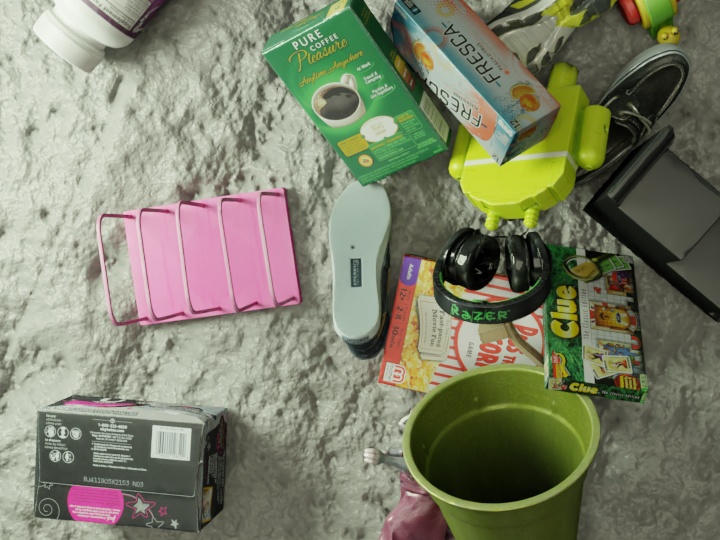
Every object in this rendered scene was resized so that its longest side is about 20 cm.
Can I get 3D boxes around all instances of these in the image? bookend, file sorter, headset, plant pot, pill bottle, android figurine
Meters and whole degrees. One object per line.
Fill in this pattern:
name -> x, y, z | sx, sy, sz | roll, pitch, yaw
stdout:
bookend -> 0.346, -0.042, 1.171 | 0.199, 0.200, 0.092 | 41, 92, 5
file sorter -> -0.185, -0.013, 1.290 | 0.199, 0.125, 0.139 | -8, 92, 9
headset -> 0.148, -0.023, 1.213 | 0.123, 0.200, 0.094 | 4, 125, 17
plant pot -> 0.159, 0.235, 1.185 | 0.200, 0.200, 0.190 | -9, 126, 8
pill bottle -> -0.282, -0.329, 1.292 | 0.112, 0.112, 0.200 | 42, 99, 4
android figurine -> 0.179, -0.133, 1.219 | 0.182, 0.041, 0.200 | -4, 60, 32

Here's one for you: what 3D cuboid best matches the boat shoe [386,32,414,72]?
boat shoe -> 0.039, -0.232, 1.268 | 0.200, 0.084, 0.069 | -23, 93, 11

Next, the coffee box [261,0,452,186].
coffee box -> -0.001, -0.194, 1.226 | 0.123, 0.044, 0.200 | -22, 122, 31

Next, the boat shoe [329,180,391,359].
boat shoe -> 0.000, 0.000, 1.298 | 0.071, 0.091, 0.201 | 2, 67, 7

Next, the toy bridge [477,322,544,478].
toy bridge -> 0.191, 0.135, 1.236 | 0.067, 0.027, 0.200 | -16, 110, 18

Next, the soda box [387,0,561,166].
soda box -> 0.116, -0.208, 1.176 | 0.068, 0.064, 0.200 | -31, 70, -22

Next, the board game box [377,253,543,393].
board game box -> 0.133, 0.074, 1.290 | 0.200, 0.046, 0.152 | 11, 95, 7

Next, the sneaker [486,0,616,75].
sneaker -> 0.197, -0.278, 1.243 | 0.200, 0.085, 0.075 | -32, 118, 13

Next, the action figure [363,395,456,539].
action figure -> 0.074, 0.241, 1.265 | 0.149, 0.134, 0.201 | 11, 98, 7

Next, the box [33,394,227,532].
box -> -0.266, 0.221, 1.322 | 0.199, 0.115, 0.133 | 4, 93, 7

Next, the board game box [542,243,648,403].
board game box -> 0.247, 0.052, 1.207 | 0.105, 0.200, 0.023 | 6, 135, 1

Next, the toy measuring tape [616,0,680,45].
toy measuring tape -> 0.298, -0.335, 1.230 | 0.073, 0.074, 0.200 | -27, 90, 9

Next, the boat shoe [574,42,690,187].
boat shoe -> 0.290, -0.160, 1.233 | 0.072, 0.071, 0.200 | 37, 105, -19
